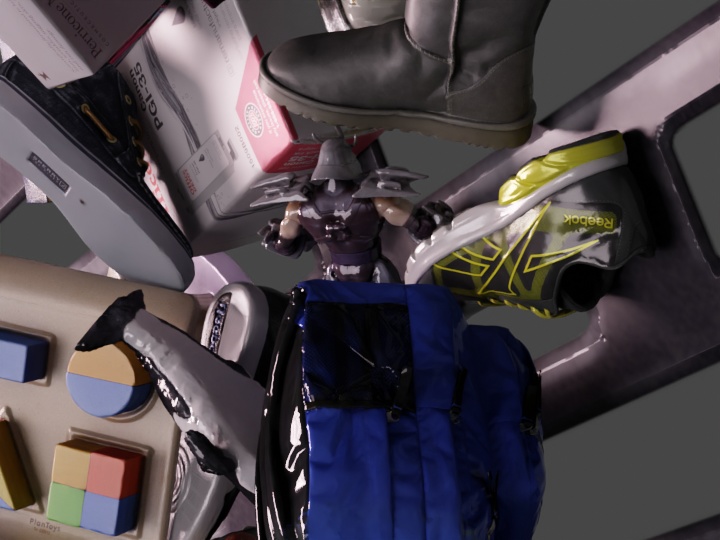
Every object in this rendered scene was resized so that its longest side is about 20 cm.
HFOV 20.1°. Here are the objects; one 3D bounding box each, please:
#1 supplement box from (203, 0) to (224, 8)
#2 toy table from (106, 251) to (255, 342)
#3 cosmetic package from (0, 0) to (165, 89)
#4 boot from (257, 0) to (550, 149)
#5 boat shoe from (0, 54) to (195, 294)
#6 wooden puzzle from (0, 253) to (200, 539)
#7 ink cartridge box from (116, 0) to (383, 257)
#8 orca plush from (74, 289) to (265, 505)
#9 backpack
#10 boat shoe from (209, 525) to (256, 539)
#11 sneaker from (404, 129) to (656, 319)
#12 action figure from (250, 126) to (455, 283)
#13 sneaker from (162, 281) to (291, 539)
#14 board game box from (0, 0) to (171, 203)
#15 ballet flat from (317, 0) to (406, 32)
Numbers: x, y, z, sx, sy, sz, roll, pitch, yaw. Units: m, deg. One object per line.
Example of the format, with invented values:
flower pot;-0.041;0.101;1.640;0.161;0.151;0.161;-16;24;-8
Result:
supplement box;-0.042;-0.253;1.159;0.200;0.110;0.086;-33;68;9
toy table;-0.145;0.059;1.500;0.200;0.117;0.184;39;131;42
cosmetic package;-0.163;-0.226;1.328;0.113;0.200;0.081;48;153;-22
boot;0.036;-0.177;1.150;0.073;0.182;0.200;-79;-5;-54
boat shoe;-0.171;-0.078;1.391;0.200;0.091;0.071;45;145;-4
wooden puzzle;-0.211;0.099;1.385;0.185;0.046;0.200;11;94;21
ink cartridge box;-0.082;-0.112;1.379;0.200;0.083;0.147;-39;71;53
orca plush;-0.102;0.106;1.312;0.200;0.105;0.071;32;124;4
backpack;0.021;0.123;1.162;0.163;0.168;0.200;91;-179;-51
boat shoe;-0.073;0.212;1.414;0.200;0.062;0.071;39;-130;-80
sneaker;0.095;-0.003;1.177;0.200;0.074;0.085;-43;67;52
action figure;0.000;0.000;1.293;0.130;0.069;0.200;2;116;30
sneaker;-0.067;0.112;1.402;0.073;0.112;0.200;29;103;49
board game box;-0.192;-0.158;1.472;0.035;0.135;0.200;3;103;54
ballet flat;0.003;-0.196;1.233;0.072;0.072;0.201;-19;85;55
